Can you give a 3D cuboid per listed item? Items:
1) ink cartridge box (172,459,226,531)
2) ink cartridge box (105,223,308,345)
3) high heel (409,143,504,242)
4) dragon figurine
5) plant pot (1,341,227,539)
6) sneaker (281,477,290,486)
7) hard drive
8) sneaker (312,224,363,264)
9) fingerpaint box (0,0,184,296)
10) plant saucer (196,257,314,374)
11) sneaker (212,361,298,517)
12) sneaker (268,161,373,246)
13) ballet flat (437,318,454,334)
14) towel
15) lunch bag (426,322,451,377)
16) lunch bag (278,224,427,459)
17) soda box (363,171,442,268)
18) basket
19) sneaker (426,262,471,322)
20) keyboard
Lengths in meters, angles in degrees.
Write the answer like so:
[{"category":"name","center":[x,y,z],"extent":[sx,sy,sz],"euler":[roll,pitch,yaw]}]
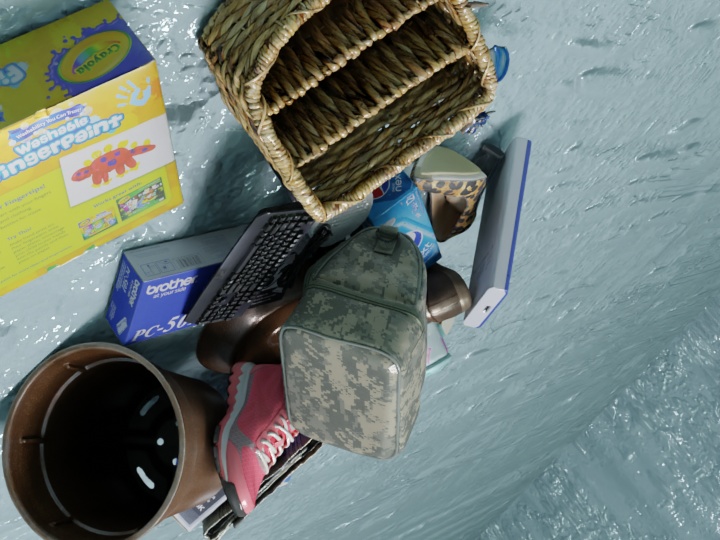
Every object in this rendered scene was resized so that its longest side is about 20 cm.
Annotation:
[{"category":"ink cartridge box","center":[-0.148,0.202,1.177],"extent":[0.200,0.043,0.198],"euler":[-41,-165,4]},{"category":"ink cartridge box","center":[-0.154,0.008,0.967],"extent":[0.199,0.044,0.094],"euler":[-16,145,-40]},{"category":"high heel","center":[0.093,-0.075,1.127],"extent":[0.200,0.071,0.143],"euler":[-19,144,-54]},{"category":"dragon figurine","center":[0.107,-0.209,0.939],"extent":[0.099,0.059,0.200],"euler":[-25,153,-27]},{"category":"plant pot","center":[-0.232,0.185,1.002],"extent":[0.200,0.201,0.198],"euler":[-41,162,6]},{"category":"sneaker","center":[-0.093,0.254,1.431],"extent":[0.111,0.077,0.200],"euler":[-21,145,-14]},{"category":"hard drive","center":[0.167,-0.044,1.160],"extent":[0.132,0.025,0.201],"euler":[111,-8,-67]},{"category":"sneaker","center":[0.000,0.000,1.094],"extent":[0.090,0.070,0.201],"euler":[-22,130,-26]},{"category":"fingerpaint box","center":[-0.238,-0.075,0.675],"extent":[0.199,0.073,0.167],"euler":[-31,155,-19]},{"category":"plant saucer","center":[-0.103,0.066,1.149],"extent":[0.200,0.037,0.201],"euler":[-32,154,-17]},{"category":"sneaker","center":[-0.103,0.169,1.013],"extent":[0.086,0.201,0.074],"euler":[-7,129,7]},{"category":"sneaker","center":[-0.039,-0.091,0.922],"extent":[0.078,0.080,0.200],"euler":[-33,162,-7]},{"category":"ballet flat","center":[0.101,0.086,1.430],"extent":[0.068,0.063,0.200],"euler":[-23,152,-29]},{"category":"towel","center":[-0.121,0.234,1.175],"extent":[0.192,0.035,0.200],"euler":[-41,-165,2]},{"category":"lunch bag","center":[0.030,0.117,1.256],"extent":[0.160,0.078,0.200],"euler":[-21,-176,-13]},{"category":"lunch bag","center":[0.008,0.073,0.983],"extent":[0.201,0.139,0.168],"euler":[88,25,-47]},{"category":"soda box","center":[0.038,-0.057,1.093],"extent":[0.064,0.068,0.200],"euler":[-37,156,-3]},{"category":"basket","center":[-0.005,-0.167,0.750],"extent":[0.199,0.149,0.143],"euler":[-34,155,-8]},{"category":"sneaker","center":[0.069,0.026,1.205],"extent":[0.075,0.071,0.200],"euler":[-23,-172,-14]},{"category":"keyboard","center":[-0.086,-0.007,0.913],"extent":[0.127,0.021,0.200],"euler":[-16,159,-40]}]
